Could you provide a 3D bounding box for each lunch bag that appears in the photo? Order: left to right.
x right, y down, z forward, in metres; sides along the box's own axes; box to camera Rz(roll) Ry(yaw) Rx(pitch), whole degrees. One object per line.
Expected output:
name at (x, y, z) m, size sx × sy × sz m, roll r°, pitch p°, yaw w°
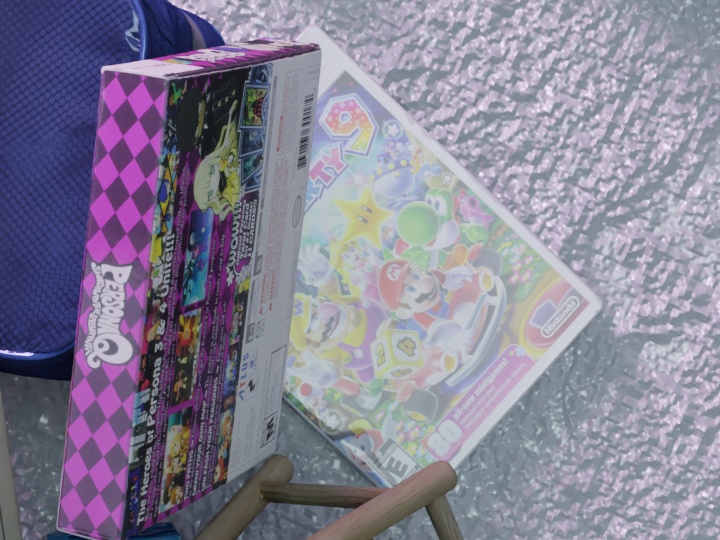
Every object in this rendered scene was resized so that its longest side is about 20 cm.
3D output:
lunch bag at (-0.143, -0.052, 1.179) m, size 0.136 × 0.132 × 0.200 m, roll 11°, pitch 87°, yaw 17°

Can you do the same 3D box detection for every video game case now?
video game case at (-0.072, 0.003, 1.142) m, size 0.036 × 0.181 × 0.200 m, roll 11°, pitch 103°, yaw 18°
video game case at (0.000, 0.000, 1.257) m, size 0.200 × 0.018 × 0.143 m, roll 43°, pitch 85°, yaw -5°

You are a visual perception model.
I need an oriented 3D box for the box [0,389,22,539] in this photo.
box at (-0.226, 0.119, 1.111) m, size 0.109 × 0.200 × 0.128 m, roll 28°, pitch 49°, yaw 28°

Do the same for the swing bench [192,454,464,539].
swing bench at (-0.028, 0.216, 1.142) m, size 0.200 × 0.130 × 0.199 m, roll -36°, pitch 110°, yaw -35°

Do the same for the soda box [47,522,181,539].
soda box at (-0.109, 0.223, 1.215) m, size 0.064 × 0.068 × 0.201 m, roll -4°, pitch 90°, yaw -8°
